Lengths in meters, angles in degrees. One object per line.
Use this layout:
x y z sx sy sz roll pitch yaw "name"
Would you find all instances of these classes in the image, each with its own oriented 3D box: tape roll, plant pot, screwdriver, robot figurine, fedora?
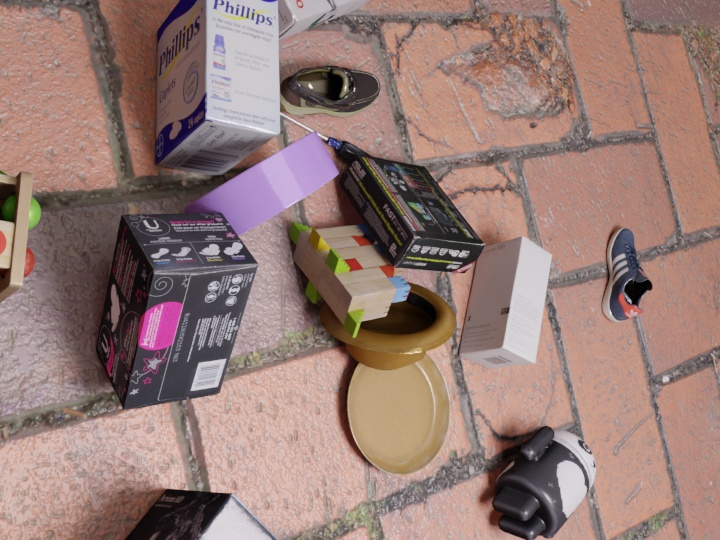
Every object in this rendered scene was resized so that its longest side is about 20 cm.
-0.128 -0.105 1.029 0.200 0.199 0.066 -38 103 -35 "tape roll"
0.055 0.208 1.203 0.198 0.027 0.202 8 76 -35 "plant pot"
-0.064 -0.206 1.210 0.199 0.028 0.029 22 39 -29 "screwdriver"
0.302 0.350 1.289 0.125 0.151 0.199 41 51 21 "robot figurine"
0.038 0.088 1.153 0.200 0.200 0.083 -26 131 -37 "fedora"

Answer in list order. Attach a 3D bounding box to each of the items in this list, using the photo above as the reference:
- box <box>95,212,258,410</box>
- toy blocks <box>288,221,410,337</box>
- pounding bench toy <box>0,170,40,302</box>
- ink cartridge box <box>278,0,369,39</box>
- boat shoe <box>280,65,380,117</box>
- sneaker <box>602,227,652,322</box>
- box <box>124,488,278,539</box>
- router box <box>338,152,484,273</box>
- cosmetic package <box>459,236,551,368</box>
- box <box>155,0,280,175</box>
-0.219 0.044 0.923 0.131 0.201 0.115 -5 39 -37 "box"
0.000 0.000 1.135 0.136 0.101 0.200 -8 43 -34 "toy blocks"
-0.432 -0.077 0.849 0.155 0.124 0.202 9 74 -34 "pounding bench toy"
-0.083 -0.458 1.213 0.199 0.084 0.147 -34 100 -36 "ink cartridge box"
-0.038 -0.279 1.218 0.199 0.065 0.074 -19 88 -39 "boat shoe"
0.540 0.004 1.566 0.075 0.084 0.202 23 67 -30 "sneaker"
-0.207 0.358 0.873 0.118 0.196 0.200 50 56 -15 "box"
0.076 -0.086 1.192 0.149 0.062 0.201 6 40 -40 "router box"
0.244 0.055 1.324 0.081 0.112 0.202 25 65 -29 "cosmetic package"
-0.190 -0.251 1.028 0.104 0.183 0.202 6 76 -33 "box"
